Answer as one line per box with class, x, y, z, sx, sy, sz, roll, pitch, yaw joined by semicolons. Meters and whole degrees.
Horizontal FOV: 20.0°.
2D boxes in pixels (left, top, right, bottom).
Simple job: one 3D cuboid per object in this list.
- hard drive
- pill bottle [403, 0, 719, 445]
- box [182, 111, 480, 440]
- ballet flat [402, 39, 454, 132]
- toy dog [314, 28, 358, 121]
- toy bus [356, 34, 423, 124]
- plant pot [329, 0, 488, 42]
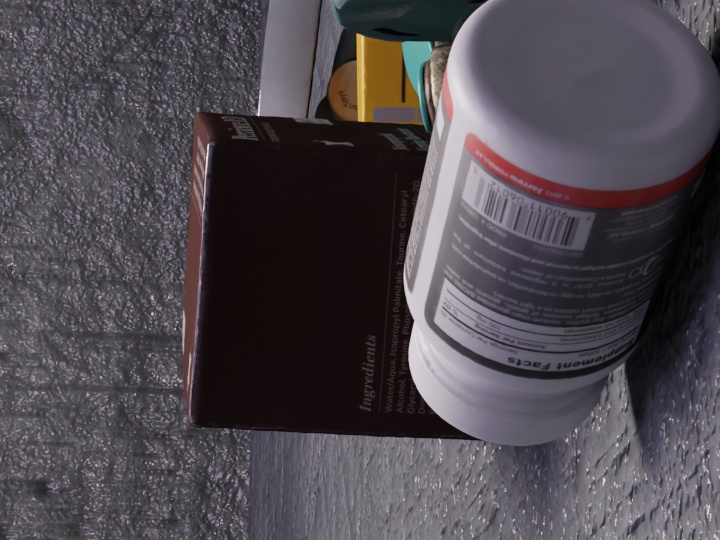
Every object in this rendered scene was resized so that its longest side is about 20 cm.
hard drive;-0.051;-0.164;1.555;0.135;0.042;0.200;102;174;-73
pill bottle;0.081;-0.019;0.898;0.200;0.116;0.116;101;169;-49
box;0.000;0.000;1.199;0.166;0.200;0.164;-124;38;-77
ballet flat;0.068;-0.118;1.219;0.200;0.075;0.068;-98;-2;-76
toy dog;0.034;-0.175;1.543;0.132;0.096;0.200;-96;24;-78
toy bus;0.031;-0.150;1.444;0.065;0.078;0.200;-104;12;-73
plant pot;0.048;-0.226;1.011;0.200;0.200;0.196;130;135;-78
